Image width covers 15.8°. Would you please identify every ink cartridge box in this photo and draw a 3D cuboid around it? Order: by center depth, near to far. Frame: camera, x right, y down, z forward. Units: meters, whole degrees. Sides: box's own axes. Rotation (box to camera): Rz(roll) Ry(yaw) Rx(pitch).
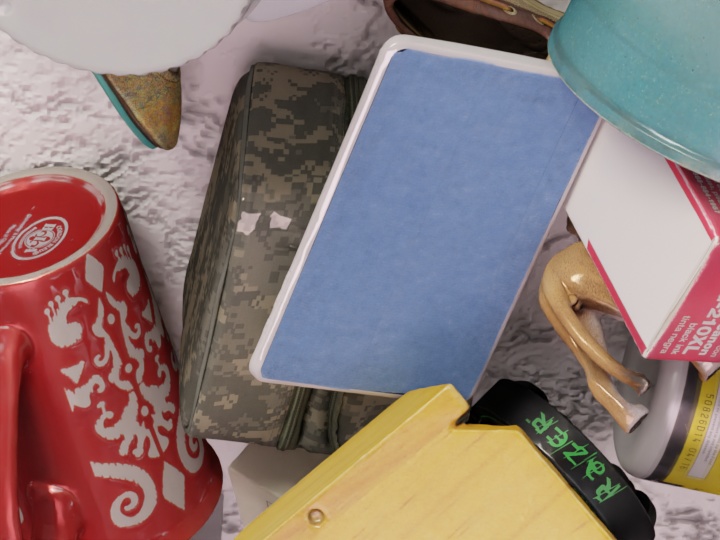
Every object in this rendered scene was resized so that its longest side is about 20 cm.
[{"bbox_3d":[0.213,-0.027,1.299,0.199,0.145,0.084,5,131,-28],"label":"ink cartridge box"}]

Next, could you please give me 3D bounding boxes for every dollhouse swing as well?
[{"bbox_3d":[0.048,0.168,1.365,0.182,0.176,0.200,-40,96,6],"label":"dollhouse swing"}]

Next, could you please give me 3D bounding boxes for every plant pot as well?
[{"bbox_3d":[0.211,-0.156,1.210,0.199,0.200,0.189,15,115,-9],"label":"plant pot"}]

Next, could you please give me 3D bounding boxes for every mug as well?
[{"bbox_3d":[-0.157,0.065,1.426,0.133,0.178,0.201,-14,125,-3],"label":"mug"}]

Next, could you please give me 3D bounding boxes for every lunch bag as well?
[{"bbox_3d":[0.000,0.000,1.381,0.167,0.140,0.200,8,129,-10],"label":"lunch bag"}]

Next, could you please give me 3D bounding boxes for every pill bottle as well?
[{"bbox_3d":[0.249,0.079,1.449,0.199,0.112,0.112,12,130,-7],"label":"pill bottle"}]

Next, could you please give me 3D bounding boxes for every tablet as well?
[{"bbox_3d":[0.033,-0.021,1.277,0.130,0.014,0.200,8,120,-28],"label":"tablet"}]

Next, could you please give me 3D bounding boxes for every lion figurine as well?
[{"bbox_3d":[0.136,0.006,1.327,0.123,0.200,0.073,46,109,11],"label":"lion figurine"}]

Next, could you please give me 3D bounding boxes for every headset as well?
[{"bbox_3d":[0.101,0.131,1.478,0.124,0.094,0.200,45,170,10],"label":"headset"}]

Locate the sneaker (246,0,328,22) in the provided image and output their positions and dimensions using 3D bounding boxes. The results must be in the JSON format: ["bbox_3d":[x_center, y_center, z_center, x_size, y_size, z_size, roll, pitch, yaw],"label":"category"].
[{"bbox_3d":[0.010,-0.196,1.262,0.200,0.073,0.071,-32,113,16],"label":"sneaker"}]

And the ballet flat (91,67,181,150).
[{"bbox_3d":[-0.133,-0.143,1.315,0.071,0.071,0.200,-25,125,22],"label":"ballet flat"}]

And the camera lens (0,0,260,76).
[{"bbox_3d":[-0.092,-0.202,1.159,0.159,0.200,0.160,7,130,9],"label":"camera lens"}]

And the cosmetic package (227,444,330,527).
[{"bbox_3d":[0.028,0.159,1.484,0.200,0.071,0.105,27,150,27],"label":"cosmetic package"}]

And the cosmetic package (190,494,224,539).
[{"bbox_3d":[-0.164,0.216,1.612,0.112,0.081,0.200,17,128,-12],"label":"cosmetic package"}]

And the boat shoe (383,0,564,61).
[{"bbox_3d":[0.086,-0.100,1.330,0.072,0.072,0.200,-35,121,29],"label":"boat shoe"}]
